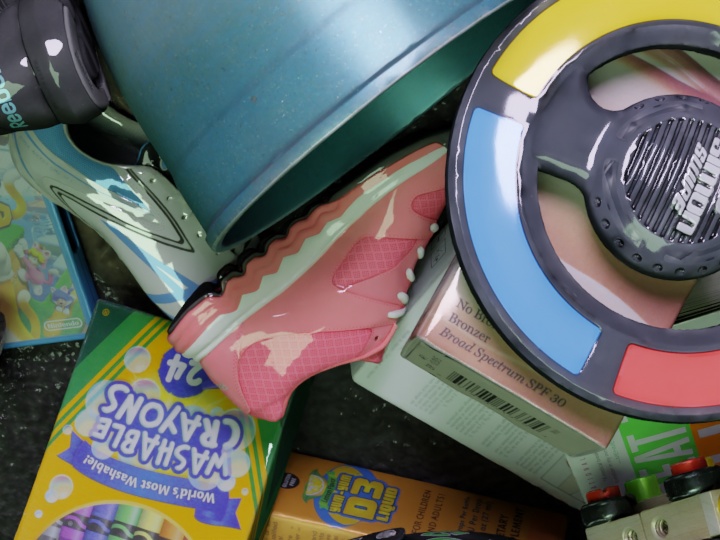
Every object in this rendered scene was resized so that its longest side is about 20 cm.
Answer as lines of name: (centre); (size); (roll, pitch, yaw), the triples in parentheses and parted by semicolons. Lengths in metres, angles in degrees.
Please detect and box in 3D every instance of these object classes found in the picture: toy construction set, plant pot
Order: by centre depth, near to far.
plant pot: (-0.044, -0.143, 0.735); (0.200, 0.200, 0.188); (-38, 89, 27)
toy construction set: (0.192, 0.129, 0.816); (0.200, 0.131, 0.093); (-50, 55, 43)

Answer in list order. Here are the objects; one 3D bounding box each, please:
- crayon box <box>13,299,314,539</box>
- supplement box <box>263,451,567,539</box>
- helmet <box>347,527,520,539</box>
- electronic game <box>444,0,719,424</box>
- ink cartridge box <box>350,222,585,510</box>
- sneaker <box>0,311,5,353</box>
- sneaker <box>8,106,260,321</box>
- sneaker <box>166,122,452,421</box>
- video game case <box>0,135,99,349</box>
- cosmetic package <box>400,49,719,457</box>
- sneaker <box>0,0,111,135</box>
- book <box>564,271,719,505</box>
crayon box: (-0.115, 0.130, 0.892); (0.125, 0.052, 0.201); (15, 78, 10)
supplement box: (0.017, 0.163, 0.941); (0.199, 0.067, 0.069); (10, 118, 8)
helmet: (0.060, 0.237, 0.824); (0.189, 0.200, 0.201); (12, 119, 8)
electronic game: (0.135, -0.036, 0.686); (0.199, 0.042, 0.201); (1, 82, -5)
ink cartridge box: (0.118, 0.041, 0.875); (0.199, 0.047, 0.160); (30, 120, -18)
sneaker: (-0.300, 0.059, 0.947); (0.199, 0.077, 0.089); (9, 127, 13)
sneaker: (-0.099, -0.029, 0.867); (0.200, 0.072, 0.072); (39, 125, -9)
sneaker: (0.000, 0.000, 0.833); (0.200, 0.074, 0.087); (-37, 98, 0)
video game case: (-0.241, -0.045, 0.925); (0.142, 0.018, 0.201); (-7, 114, 18)
cosmetic package: (0.111, -0.025, 0.748); (0.103, 0.087, 0.201); (29, 80, 1)
sneaker: (-0.167, -0.117, 0.766); (0.079, 0.200, 0.076); (-22, 115, 1)
book: (0.198, 0.054, 0.830); (0.199, 0.048, 0.134); (-17, 126, 11)
